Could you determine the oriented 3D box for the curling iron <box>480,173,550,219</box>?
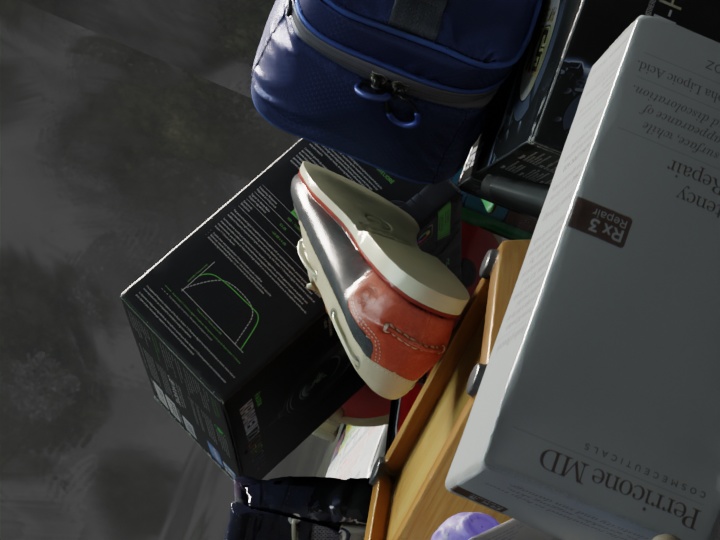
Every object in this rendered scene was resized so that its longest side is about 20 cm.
[{"bbox_3d":[0.111,-0.036,1.252,0.025,0.050,0.200,-35,17,-14],"label":"curling iron"}]

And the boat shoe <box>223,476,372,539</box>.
[{"bbox_3d":[-0.044,0.207,1.511,0.075,0.092,0.201,-83,0,-63],"label":"boat shoe"}]

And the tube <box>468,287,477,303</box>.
[{"bbox_3d":[0.066,0.071,1.500,0.058,0.052,0.200,-32,-18,-29],"label":"tube"}]

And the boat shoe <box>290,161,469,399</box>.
[{"bbox_3d":[0.000,0.000,1.318,0.063,0.071,0.200,-64,26,14],"label":"boat shoe"}]

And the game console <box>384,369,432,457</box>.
[{"bbox_3d":[0.027,0.132,1.467,0.177,0.031,0.201,96,-178,-75],"label":"game console"}]

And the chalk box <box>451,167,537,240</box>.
[{"bbox_3d":[0.083,-0.106,1.578,0.200,0.123,0.125,-81,15,-65],"label":"chalk box"}]

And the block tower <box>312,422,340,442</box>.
[{"bbox_3d":[-0.006,0.040,1.751,0.200,0.057,0.054,118,174,-50],"label":"block tower"}]

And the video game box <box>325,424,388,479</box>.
[{"bbox_3d":[0.022,0.106,1.731,0.200,0.047,0.183,125,163,-65],"label":"video game box"}]

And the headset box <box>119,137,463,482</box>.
[{"bbox_3d":[-0.031,0.012,1.481,0.200,0.093,0.174,-42,-18,-14],"label":"headset box"}]

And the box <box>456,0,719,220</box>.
[{"bbox_3d":[0.134,-0.115,1.351,0.200,0.086,0.165,153,137,-80],"label":"box"}]

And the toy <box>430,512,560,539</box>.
[{"bbox_3d":[0.041,0.153,1.145,0.115,0.047,0.201,-21,-33,-40],"label":"toy"}]

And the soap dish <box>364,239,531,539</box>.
[{"bbox_3d":[0.065,0.093,1.250,0.158,0.081,0.201,-78,13,-58],"label":"soap dish"}]

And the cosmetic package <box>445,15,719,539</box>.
[{"bbox_3d":[0.117,0.010,1.015,0.074,0.101,0.201,129,161,-72],"label":"cosmetic package"}]

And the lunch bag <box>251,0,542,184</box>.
[{"bbox_3d":[0.028,-0.156,1.370,0.133,0.135,0.201,117,171,-50],"label":"lunch bag"}]

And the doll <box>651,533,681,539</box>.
[{"bbox_3d":[0.094,0.163,0.919,0.200,0.048,0.137,-73,-4,-89],"label":"doll"}]

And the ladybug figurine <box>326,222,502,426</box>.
[{"bbox_3d":[0.023,0.009,1.619,0.072,0.135,0.201,111,-177,-69],"label":"ladybug figurine"}]
